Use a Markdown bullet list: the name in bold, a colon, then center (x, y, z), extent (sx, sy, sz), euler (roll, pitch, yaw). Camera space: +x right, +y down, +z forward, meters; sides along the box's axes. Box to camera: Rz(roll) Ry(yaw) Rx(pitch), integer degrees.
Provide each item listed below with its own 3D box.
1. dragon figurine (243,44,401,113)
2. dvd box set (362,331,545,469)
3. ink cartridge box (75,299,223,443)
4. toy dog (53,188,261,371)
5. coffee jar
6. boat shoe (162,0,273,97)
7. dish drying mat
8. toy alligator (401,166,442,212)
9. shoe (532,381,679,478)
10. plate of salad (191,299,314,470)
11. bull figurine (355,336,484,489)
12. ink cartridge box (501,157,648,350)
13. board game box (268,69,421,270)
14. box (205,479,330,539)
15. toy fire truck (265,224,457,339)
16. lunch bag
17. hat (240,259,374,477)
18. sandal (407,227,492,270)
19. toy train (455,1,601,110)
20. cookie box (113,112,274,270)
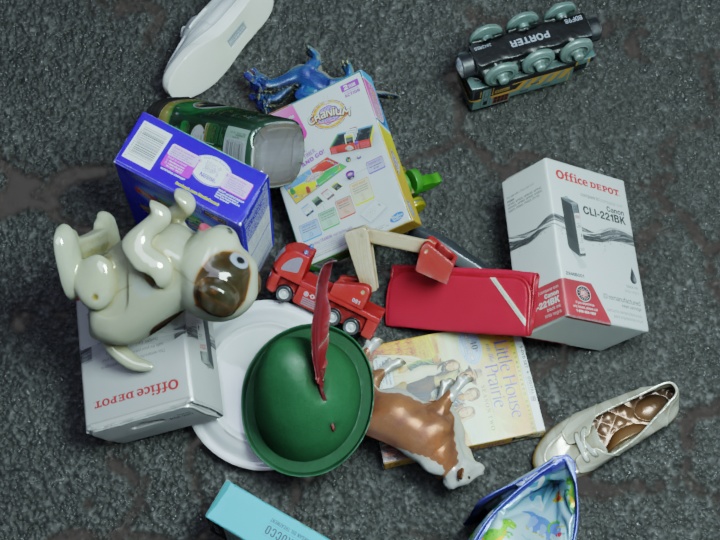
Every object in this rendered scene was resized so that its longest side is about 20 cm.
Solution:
- **dragon figurine**: center (-0.052, -0.224, 1.624), extent (0.198, 0.059, 0.100), euler (26, 70, 9)
- **dvd box set**: center (0.108, 0.146, 1.502), extent (0.197, 0.029, 0.148), euler (-10, 70, -5)
- **ink cartridge box**: center (-0.247, 0.086, 1.464), extent (0.144, 0.085, 0.203), euler (-16, 67, 17)
- **toy dog**: center (-0.207, 0.010, 1.353), extent (0.197, 0.139, 0.197), euler (-6, 90, 16)
- **coffee jar**: center (-0.171, -0.158, 1.535), extent (0.198, 0.104, 0.087), euler (17, 107, 36)
- **boat shoe**: center (-0.200, -0.311, 1.652), extent (0.068, 0.072, 0.201), euler (29, 76, 32)
- **dish drying mat**: center (0.117, 0.034, 1.490), extent (0.198, 0.018, 0.078), euler (3, 85, 33)
- **toy alligator**: center (0.015, -0.085, 1.575), extent (0.198, 0.054, 0.060), euler (-24, 71, -10)
- **shoe**: center (0.291, 0.185, 1.480), extent (0.198, 0.053, 0.070), euler (-27, 72, -11)
- **plate of salad**: center (-0.112, 0.136, 1.491), extent (0.197, 0.048, 0.203), euler (0, 77, 1)
- **bull figurine**: center (0.062, 0.165, 1.444), extent (0.198, 0.065, 0.122), euler (24, 69, 7)
- **ink cartridge box**: center (0.256, -0.019, 1.509), extent (0.143, 0.083, 0.203), euler (11, 63, -36)
- **board game box**: center (-0.027, -0.122, 1.543), extent (0.151, 0.040, 0.202), euler (-22, 77, 17)
- **box**: center (-0.076, 0.312, 1.406), extent (0.198, 0.082, 0.049), euler (29, 69, 9)
- **toy fire truck**: center (0.000, 0.000, 1.486), extent (0.198, 0.049, 0.142), euler (26, 107, 3)
- **lunch bag**: center (0.170, 0.304, 1.369), extent (0.126, 0.170, 0.201), euler (30, 72, 9)
- **hat**: center (-0.083, 0.112, 1.362), extent (0.163, 0.176, 0.203), euler (-1, 74, 17)
- **sandal**: center (0.136, 0.009, 1.537), extent (0.199, 0.076, 0.043), euler (35, 100, 12)
- **toy train**: center (0.213, -0.275, 1.622), extent (0.198, 0.114, 0.086), euler (-18, 69, -9)
- **cookie box**: center (-0.192, -0.078, 1.488), extent (0.170, 0.200, 0.076), euler (27, 70, 8)
